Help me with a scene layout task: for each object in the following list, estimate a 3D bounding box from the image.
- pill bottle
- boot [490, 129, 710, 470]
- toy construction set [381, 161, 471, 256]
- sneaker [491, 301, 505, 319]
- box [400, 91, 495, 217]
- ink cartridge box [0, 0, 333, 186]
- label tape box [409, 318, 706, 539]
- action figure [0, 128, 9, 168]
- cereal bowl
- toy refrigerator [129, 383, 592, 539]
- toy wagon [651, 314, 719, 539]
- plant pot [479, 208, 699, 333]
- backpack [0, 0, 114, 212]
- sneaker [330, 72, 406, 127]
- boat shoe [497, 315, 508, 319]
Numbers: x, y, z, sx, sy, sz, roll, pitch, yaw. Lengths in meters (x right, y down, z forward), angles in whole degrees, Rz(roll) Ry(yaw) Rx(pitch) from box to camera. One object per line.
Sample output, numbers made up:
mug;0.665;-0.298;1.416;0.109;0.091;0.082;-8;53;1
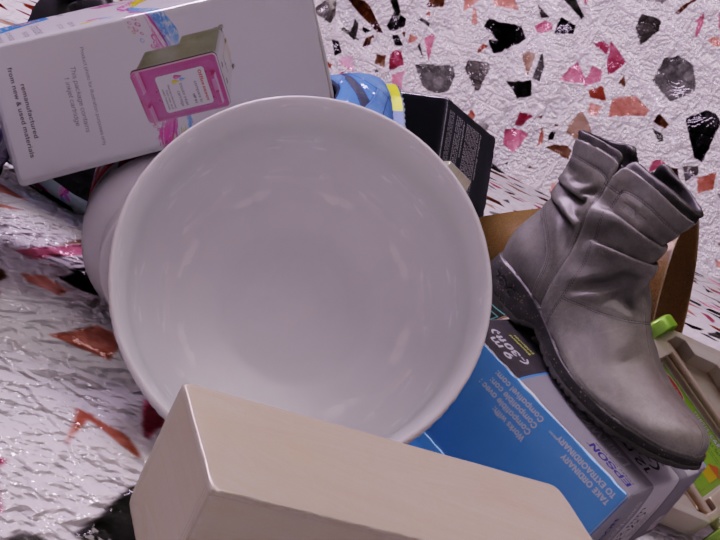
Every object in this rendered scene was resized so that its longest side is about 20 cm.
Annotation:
pill bottle;-0.122;-0.029;0.801;0.111;0.113;0.200;21;12;-14
boot;0.161;0.010;0.742;0.067;0.131;0.200;12;31;-45
toy construction set;0.000;0.000;0.793;0.092;0.131;0.199;52;-25;-10
sneaker;0.100;0.054;0.983;0.198;0.076;0.080;0;52;-32
box;0.005;-0.097;1.161;0.197;0.126;0.196;10;-2;18
ink cartridge box;-0.132;-0.128;0.785;0.198;0.086;0.144;-15;18;-16
label tape box;0.108;0.099;0.744;0.143;0.066;0.199;47;22;25
action figure;-0.280;-0.091;0.807;0.131;0.069;0.200;55;10;-6
cereal bowl;-0.034;0.013;0.666;0.198;0.202;0.083;24;-16;-2
toy refrigerator;0.006;0.120;0.532;0.198;0.071;0.076;18;20;-26
toy wagon;0.247;0.108;0.895;0.199;0.040;0.156;-19;69;-41
plant pot;0.195;0.017;1.155;0.198;0.189;0.186;13;7;23
backpack;-0.178;-0.111;0.960;0.199;0.168;0.127;31;7;3
sneaker;0.000;-0.083;0.937;0.077;0.066;0.201;10;37;-20
boat shoe;0.170;0.113;0.920;0.199;0.072;0.068;32;44;-7
